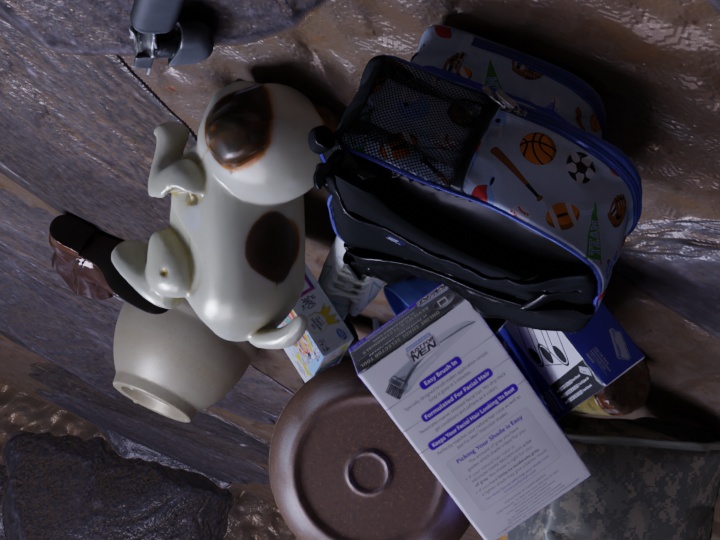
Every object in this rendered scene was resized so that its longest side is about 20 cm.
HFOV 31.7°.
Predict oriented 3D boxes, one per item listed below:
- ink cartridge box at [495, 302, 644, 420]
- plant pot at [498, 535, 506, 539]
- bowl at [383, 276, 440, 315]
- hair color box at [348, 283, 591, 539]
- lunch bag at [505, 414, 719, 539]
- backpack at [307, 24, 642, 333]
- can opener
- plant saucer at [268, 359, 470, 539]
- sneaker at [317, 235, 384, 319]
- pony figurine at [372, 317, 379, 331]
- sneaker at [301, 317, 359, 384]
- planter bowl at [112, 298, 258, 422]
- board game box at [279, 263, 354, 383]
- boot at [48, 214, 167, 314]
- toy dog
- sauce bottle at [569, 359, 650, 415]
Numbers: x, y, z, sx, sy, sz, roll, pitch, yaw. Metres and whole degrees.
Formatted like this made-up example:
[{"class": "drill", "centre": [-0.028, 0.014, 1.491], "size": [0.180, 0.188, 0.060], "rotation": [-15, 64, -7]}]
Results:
[{"class": "ink cartridge box", "centre": [0.166, 0.068, 1.061], "size": [0.094, 0.044, 0.200], "rotation": [53, 167, 9]}, {"class": "plant pot", "centre": [0.217, 0.254, 1.423], "size": [0.183, 0.200, 0.200], "rotation": [36, 165, 17]}, {"class": "bowl", "centre": [0.095, 0.085, 1.191], "size": [0.201, 0.039, 0.201], "rotation": [53, 174, 9]}, {"class": "hair color box", "centre": [0.092, 0.118, 1.060], "size": [0.200, 0.109, 0.065], "rotation": [54, -177, -21]}, {"class": "lunch bag", "centre": [0.256, 0.229, 1.239], "size": [0.200, 0.164, 0.118], "rotation": [7, -175, -15]}, {"class": "backpack", "centre": [0.081, -0.049, 0.805], "size": [0.190, 0.154, 0.200], "rotation": [30, 169, 13]}, {"class": "can opener", "centre": [-0.125, -0.190, 0.870], "size": [0.067, 0.053, 0.200], "rotation": [-4, 169, -18]}, {"class": "plant saucer", "centre": [0.010, 0.179, 1.140], "size": [0.200, 0.201, 0.037], "rotation": [22, -176, 10]}, {"class": "sneaker", "centre": [0.000, 0.000, 1.157], "size": [0.070, 0.080, 0.200], "rotation": [27, 160, 0]}, {"class": "pony figurine", "centre": [0.020, 0.158, 1.233], "size": [0.166, 0.193, 0.200], "rotation": [0, 165, 5]}, {"class": "sneaker", "centre": [0.015, 0.103, 1.428], "size": [0.200, 0.076, 0.114], "rotation": [2, -140, -30]}, {"class": "planter bowl", "centre": [-0.259, 0.126, 1.748], "size": [0.200, 0.135, 0.200], "rotation": [23, 162, 8]}, {"class": "board game box", "centre": [-0.082, 0.005, 1.183], "size": [0.200, 0.034, 0.134], "rotation": [56, 164, 10]}, {"class": "boot", "centre": [-0.324, 0.015, 1.636], "size": [0.186, 0.064, 0.200], "rotation": [39, 158, 2]}, {"class": "toy dog", "centre": [-0.094, -0.055, 0.986], "size": [0.139, 0.200, 0.194], "rotation": [-1, -143, -31]}, {"class": "sauce bottle", "centre": [0.189, 0.104, 1.221], "size": [0.066, 0.066, 0.200], "rotation": [35, 162, -27]}]
